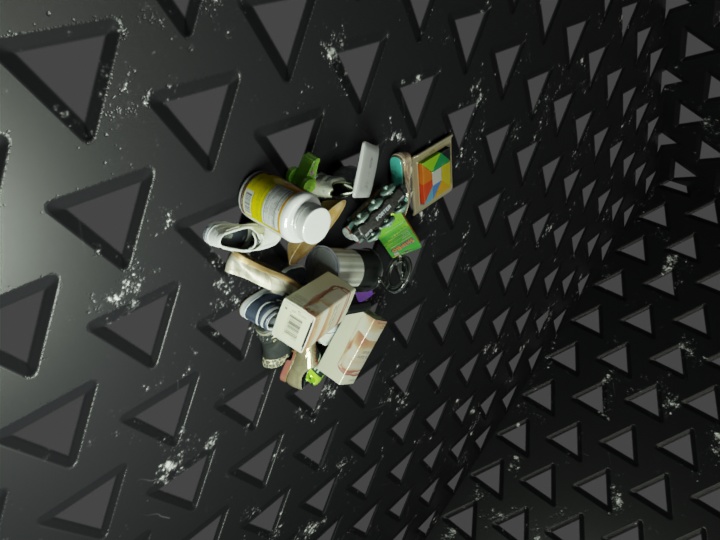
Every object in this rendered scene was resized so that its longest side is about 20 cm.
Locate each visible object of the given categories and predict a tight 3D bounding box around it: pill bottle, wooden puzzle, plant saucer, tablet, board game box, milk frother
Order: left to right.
[{"bbox_3d":[-0.156,-0.128,1.269,0.109,0.199,0.110,-31,135,-36],"label":"pill bottle"},{"bbox_3d":[-0.111,-0.099,1.428,0.201,0.035,0.200,-49,176,-4],"label":"plant saucer"},{"bbox_3d":[0.000,0.000,1.543,0.200,0.182,0.187,-40,157,31],"label":"milk frother"},{"bbox_3d":[0.016,-0.242,1.484,0.200,0.013,0.132,-33,135,-77],"label":"tablet"},{"bbox_3d":[0.099,-0.104,1.716,0.095,0.030,0.200,-21,143,14],"label":"board game box"},{"bbox_3d":[0.215,-0.277,1.784,0.184,0.037,0.202,-35,137,-34],"label":"wooden puzzle"}]

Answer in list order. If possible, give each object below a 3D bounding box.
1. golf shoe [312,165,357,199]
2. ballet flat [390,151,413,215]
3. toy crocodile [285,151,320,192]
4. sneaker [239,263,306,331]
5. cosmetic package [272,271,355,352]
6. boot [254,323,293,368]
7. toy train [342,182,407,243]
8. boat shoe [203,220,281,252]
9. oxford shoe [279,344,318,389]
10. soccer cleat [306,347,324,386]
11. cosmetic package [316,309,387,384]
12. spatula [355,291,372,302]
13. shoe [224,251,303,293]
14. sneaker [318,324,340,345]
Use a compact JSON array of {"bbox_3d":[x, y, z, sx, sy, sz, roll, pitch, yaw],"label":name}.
[{"bbox_3d":[-0.041,-0.199,1.460,0.199,0.097,0.079,-21,127,-45],"label":"golf shoe"},{"bbox_3d":[0.117,-0.231,1.668,0.067,0.068,0.202,-37,140,-42],"label":"ballet flat"},{"bbox_3d":[-0.140,-0.168,1.380,0.061,0.067,0.202,2,114,-56],"label":"toy crocodile"},{"bbox_3d":[-0.180,0.068,1.453,0.200,0.108,0.071,-39,140,-29],"label":"sneaker"},{"bbox_3d":[-0.102,0.091,1.387,0.200,0.087,0.104,-36,152,-58],"label":"cosmetic package"},{"bbox_3d":[-0.180,0.142,1.543,0.203,0.073,0.155,-36,144,-36],"label":"boot"},{"bbox_3d":[0.037,-0.149,1.579,0.200,0.114,0.085,-47,113,-16],"label":"toy train"},{"bbox_3d":[-0.241,-0.067,1.316,0.199,0.065,0.074,-9,119,-47],"label":"boat shoe"},{"bbox_3d":[-0.130,0.206,1.542,0.202,0.074,0.070,-64,167,14],"label":"oxford shoe"},{"bbox_3d":[-0.132,0.236,1.676,0.081,0.067,0.201,-49,150,-34],"label":"soccer cleat"},{"bbox_3d":[-0.022,0.201,1.660,0.202,0.087,0.103,-61,157,6],"label":"cosmetic package"},{"bbox_3d":[0.015,0.108,1.803,0.056,0.021,0.202,-28,137,-21],"label":"spatula"},{"bbox_3d":[-0.216,0.015,1.378,0.199,0.070,0.054,29,91,-30],"label":"shoe"},{"bbox_3d":[-0.095,0.170,1.661,0.199,0.073,0.072,5,105,-53],"label":"sneaker"}]
